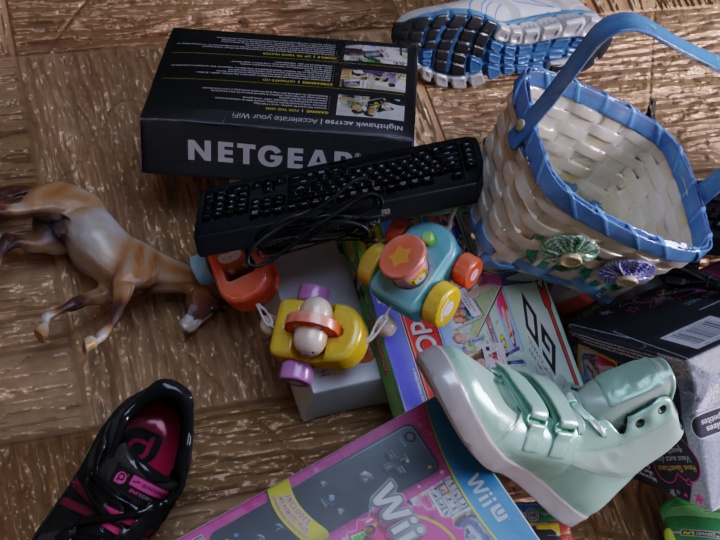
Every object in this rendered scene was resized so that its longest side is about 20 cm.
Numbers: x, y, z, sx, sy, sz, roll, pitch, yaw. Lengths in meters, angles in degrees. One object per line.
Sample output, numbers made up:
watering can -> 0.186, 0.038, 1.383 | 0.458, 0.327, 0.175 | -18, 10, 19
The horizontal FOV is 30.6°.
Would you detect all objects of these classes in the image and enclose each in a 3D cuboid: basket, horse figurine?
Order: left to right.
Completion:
horse figurine -> -0.202, -0.010, 0.929 | 0.200, 0.050, 0.132 | 35, 43, 17
basket -> 0.177, -0.075, 0.887 | 0.176, 0.200, 0.140 | 16, 41, -26

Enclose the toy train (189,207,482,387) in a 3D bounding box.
toy train -> -0.021, -0.009, 0.892 | 0.199, 0.056, 0.151 | -20, 64, 9

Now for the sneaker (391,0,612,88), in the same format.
sneaker -> 0.113, -0.213, 1.143 | 0.199, 0.075, 0.087 | -4, 48, -23

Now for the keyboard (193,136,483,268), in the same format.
keyboard -> -0.016, -0.056, 0.881 | 0.199, 0.040, 0.104 | -12, 37, 4

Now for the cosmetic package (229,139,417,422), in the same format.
cosmetic package -> 0.000, 0.000, 0.978 | 0.150, 0.052, 0.201 | -12, 61, -18

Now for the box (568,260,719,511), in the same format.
box -> 0.270, 0.070, 0.930 | 0.199, 0.132, 0.115 | -21, 108, -25

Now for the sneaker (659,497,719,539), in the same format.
sneaker -> 0.301, 0.161, 0.933 | 0.199, 0.074, 0.084 | -14, 66, -22

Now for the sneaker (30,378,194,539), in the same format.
sneaker -> -0.155, 0.149, 0.815 | 0.076, 0.084, 0.201 | 22, 55, -10

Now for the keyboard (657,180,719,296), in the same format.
keyboard -> 0.282, -0.023, 0.922 | 0.199, 0.021, 0.127 | 6, 45, 41

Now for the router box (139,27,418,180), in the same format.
router box -> -0.057, -0.125, 0.999 | 0.199, 0.051, 0.150 | 4, 36, 1

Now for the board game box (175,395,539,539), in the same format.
board game box -> 0.000, 0.185, 0.773 | 0.199, 0.064, 0.148 | -26, 66, -20

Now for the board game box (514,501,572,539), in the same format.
board game box -> 0.045, 0.233, 0.832 | 0.199, 0.057, 0.166 | 2, 59, -13

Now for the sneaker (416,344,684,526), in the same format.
sneaker -> 0.121, 0.072, 0.795 | 0.118, 0.200, 0.074 | -40, 45, 11

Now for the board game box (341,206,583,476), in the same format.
board game box -> 0.075, 0.046, 0.920 | 0.134, 0.029, 0.201 | -7, 62, -19

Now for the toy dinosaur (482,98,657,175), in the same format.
toy dinosaur -> 0.164, -0.083, 1.062 | 0.200, 0.135, 0.086 | -33, 112, -51

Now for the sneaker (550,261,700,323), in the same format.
sneaker -> 0.233, 0.000, 1.037 | 0.200, 0.077, 0.082 | -35, 93, -26
